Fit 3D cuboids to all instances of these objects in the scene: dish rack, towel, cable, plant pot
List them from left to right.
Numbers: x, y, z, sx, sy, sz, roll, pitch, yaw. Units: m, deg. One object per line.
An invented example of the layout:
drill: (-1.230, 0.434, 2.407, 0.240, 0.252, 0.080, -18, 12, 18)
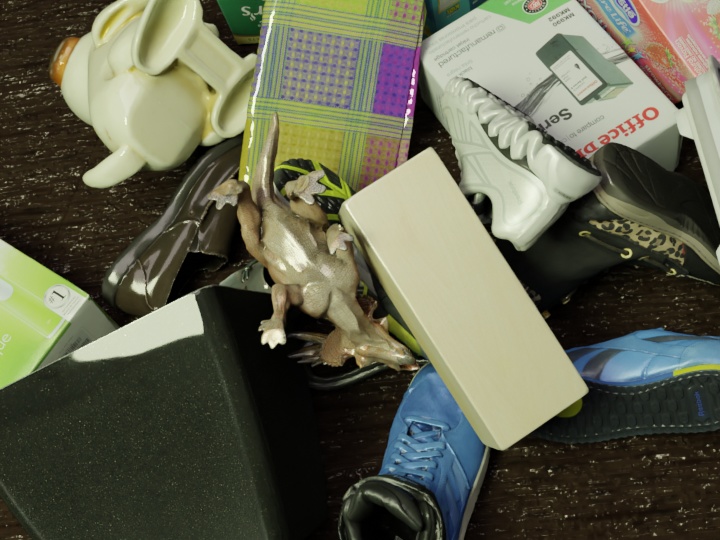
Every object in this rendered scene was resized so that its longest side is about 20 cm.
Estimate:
plant pot: (-0.130, 0.136, 0.730, 0.199, 0.199, 0.178, -25, 82, 7)
towel: (-0.024, -0.146, 0.865, 0.143, 0.023, 0.201, 6, 101, -10)
cable: (0.047, 0.062, 0.835, 0.199, 0.050, 0.097, -28, 79, 10)
dish rack: (0.293, -0.045, 0.768, 0.043, 0.171, 0.201, -22, 59, 27)

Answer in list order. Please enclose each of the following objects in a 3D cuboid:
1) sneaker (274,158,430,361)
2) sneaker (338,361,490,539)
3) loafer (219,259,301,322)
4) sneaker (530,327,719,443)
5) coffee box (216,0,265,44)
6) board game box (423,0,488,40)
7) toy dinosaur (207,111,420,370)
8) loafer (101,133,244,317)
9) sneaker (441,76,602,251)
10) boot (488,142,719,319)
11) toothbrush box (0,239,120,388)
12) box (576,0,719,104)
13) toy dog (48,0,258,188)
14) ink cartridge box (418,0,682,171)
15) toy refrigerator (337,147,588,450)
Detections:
sneaker: (0.000, 0.000, 0.799, 0.200, 0.076, 0.075, 45, 42, 6)
sneaker: (0.040, 0.150, 0.731, 0.076, 0.111, 0.201, 6, 70, 23)
loafer: (-0.065, 0.005, 0.858, 0.200, 0.063, 0.072, -32, 63, -5)
sneaker: (0.196, 0.083, 0.780, 0.199, 0.066, 0.079, -6, 28, 19)
coffee box: (-0.082, -0.284, 0.926, 0.122, 0.200, 0.044, -2, 67, 8)
board game box: (0.103, -0.293, 0.893, 0.151, 0.200, 0.047, -38, 64, -9)
toy dinosaur: (-0.041, -0.005, 0.730, 0.086, 0.136, 0.201, -27, 74, 0)
loafer: (-0.138, -0.032, 0.894, 0.071, 0.073, 0.200, 36, 78, 12)
sneaker: (0.096, -0.083, 0.745, 0.081, 0.075, 0.200, -58, 25, 16)
boot: (0.194, -0.014, 0.793, 0.150, 0.200, 0.073, -33, 52, 36)
toothbrush box: (-0.331, 0.051, 0.876, 0.199, 0.086, 0.146, 28, 73, 23)
box: (0.244, -0.246, 0.854, 0.095, 0.103, 0.200, -37, 93, -9)
toy dog: (-0.194, -0.162, 0.908, 0.200, 0.139, 0.195, 26, 90, 51)
ink cartridge box: (0.159, -0.140, 0.873, 0.146, 0.084, 0.200, -32, 63, -5)
toy refrigerator: (0.069, 0.021, 0.721, 0.076, 0.070, 0.200, -33, 88, -7)
